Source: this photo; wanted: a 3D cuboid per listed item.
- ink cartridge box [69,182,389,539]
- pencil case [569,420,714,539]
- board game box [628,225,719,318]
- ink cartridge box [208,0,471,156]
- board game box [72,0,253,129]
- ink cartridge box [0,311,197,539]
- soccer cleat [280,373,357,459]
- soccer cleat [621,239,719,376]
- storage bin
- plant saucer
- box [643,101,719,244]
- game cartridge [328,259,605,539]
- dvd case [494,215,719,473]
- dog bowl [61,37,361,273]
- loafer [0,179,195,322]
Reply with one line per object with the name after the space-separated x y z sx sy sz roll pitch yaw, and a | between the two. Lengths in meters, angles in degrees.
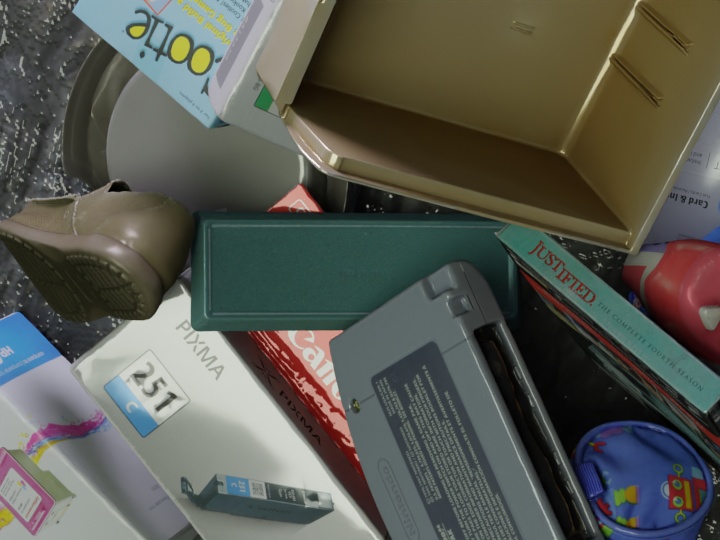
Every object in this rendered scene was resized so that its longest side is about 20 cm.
-0.045 0.080 0.978 0.176 0.045 0.200 -38 93 15 | ink cartridge box
0.139 0.177 0.938 0.086 0.078 0.201 -5 134 -15 | pencil case
0.267 0.014 0.877 0.152 0.045 0.200 42 116 -13 | board game box
0.043 -0.117 0.854 0.199 0.050 0.162 22 111 -22 | ink cartridge box
-0.047 -0.190 0.899 0.105 0.103 0.200 40 106 6 | board game box
-0.223 0.154 1.123 0.200 0.085 0.145 43 114 7 | ink cartridge box
-0.003 0.095 1.029 0.200 0.069 0.078 44 107 2 | soccer cleat
0.212 0.054 0.854 0.200 0.076 0.067 44 80 -28 | soccer cleat
0.080 -0.134 0.777 0.201 0.197 0.094 -64 31 23 | storage bin
0.000 0.000 0.962 0.198 0.019 0.071 0 86 -9 | plant saucer
0.165 -0.113 0.917 0.155 0.041 0.202 16 107 19 | box
0.056 0.109 0.904 0.133 0.041 0.201 -36 75 53 | game cartridge
0.154 0.055 0.861 0.022 0.200 0.146 -46 57 -2 | dvd case
-0.088 -0.070 1.026 0.198 0.059 0.202 6 105 23 | dog bowl
-0.156 -0.013 0.989 0.199 0.067 0.076 12 139 55 | loafer
